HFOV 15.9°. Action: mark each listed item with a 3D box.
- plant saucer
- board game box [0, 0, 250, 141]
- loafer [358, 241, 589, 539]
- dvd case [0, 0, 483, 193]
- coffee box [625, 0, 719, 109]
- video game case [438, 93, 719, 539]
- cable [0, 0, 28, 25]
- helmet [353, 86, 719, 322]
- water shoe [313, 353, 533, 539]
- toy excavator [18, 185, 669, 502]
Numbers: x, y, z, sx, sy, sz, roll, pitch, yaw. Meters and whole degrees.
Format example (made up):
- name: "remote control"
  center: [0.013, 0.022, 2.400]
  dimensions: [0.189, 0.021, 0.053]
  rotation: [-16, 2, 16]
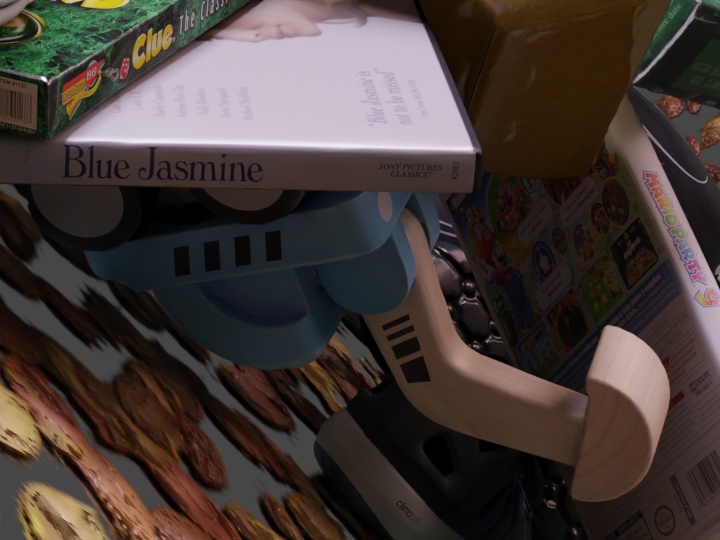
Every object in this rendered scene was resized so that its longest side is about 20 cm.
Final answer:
- name: "plant saucer"
  center: [0.015, -0.125, 0.937]
  dimensions: [0.200, 0.048, 0.200]
  rotation: [49, -15, 10]
- name: "board game box"
  center: [-0.100, -0.093, 0.841]
  dimensions: [0.104, 0.024, 0.200]
  rotation: [15, 26, 16]
- name: "loafer"
  center: [0.065, 0.075, 1.217]
  dimensions: [0.070, 0.068, 0.201]
  rotation: [-14, -68, 56]
- name: "dvd case"
  center: [-0.069, -0.062, 0.827]
  dimensions: [0.199, 0.018, 0.143]
  rotation: [1, 26, -8]
- name: "coffee box"
  center: [0.069, -0.145, 1.007]
  dimensions: [0.200, 0.044, 0.123]
  rotation: [45, 16, 18]
- name: "video game case"
  center: [0.099, 0.020, 1.039]
  dimensions: [0.201, 0.018, 0.143]
  rotation: [67, -28, 17]
- name: "cable"
  center: [-0.179, -0.147, 0.765]
  dimensions: [0.199, 0.069, 0.200]
  rotation: [19, 25, -22]
- name: "helmet"
  center: [0.077, -0.024, 1.306]
  dimensions: [0.190, 0.200, 0.200]
  rotation: [38, 8, -3]
- name: "water shoe"
  center: [0.050, 0.079, 1.073]
  dimensions: [0.072, 0.079, 0.200]
  rotation: [51, 8, 18]
- name: "toy excavator"
  center: [0.000, 0.000, 0.947]
  dimensions: [0.100, 0.194, 0.201]
  rotation: [-64, 139, -51]
